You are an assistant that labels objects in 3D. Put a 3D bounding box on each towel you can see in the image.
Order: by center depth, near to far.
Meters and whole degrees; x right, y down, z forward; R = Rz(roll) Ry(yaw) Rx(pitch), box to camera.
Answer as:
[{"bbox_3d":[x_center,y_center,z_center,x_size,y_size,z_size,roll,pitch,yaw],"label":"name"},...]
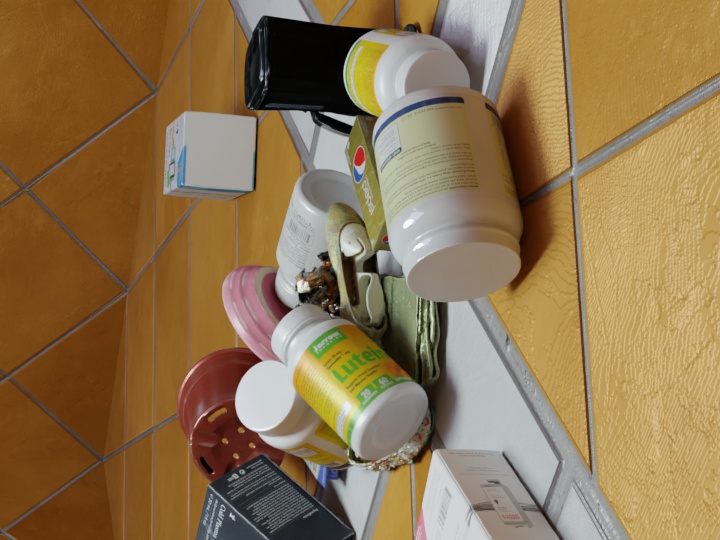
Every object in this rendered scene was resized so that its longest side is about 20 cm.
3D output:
[{"bbox_3d":[0.056,0.076,1.671,0.200,0.036,0.149,173,99,-71],"label":"towel"}]

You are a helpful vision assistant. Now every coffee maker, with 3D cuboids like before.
[{"bbox_3d":[-0.047,-0.284,1.773,0.192,0.199,0.135,115,151,-48],"label":"coffee maker"}]

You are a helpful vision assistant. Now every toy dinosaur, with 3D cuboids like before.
[{"bbox_3d":[-0.029,0.041,1.765,0.102,0.200,0.136,0,91,43],"label":"toy dinosaur"}]

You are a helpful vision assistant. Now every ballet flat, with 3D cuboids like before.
[{"bbox_3d":[0.033,0.219,1.677,0.200,0.064,0.076,127,140,-58],"label":"ballet flat"},{"bbox_3d":[0.000,0.000,1.692,0.071,0.070,0.201,139,127,-65],"label":"ballet flat"}]

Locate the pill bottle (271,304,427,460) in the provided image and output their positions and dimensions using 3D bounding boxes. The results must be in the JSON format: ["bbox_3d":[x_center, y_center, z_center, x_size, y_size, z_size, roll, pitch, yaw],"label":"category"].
[{"bbox_3d":[-0.020,0.130,1.607,0.200,0.111,0.111,42,131,35],"label":"pill bottle"}]

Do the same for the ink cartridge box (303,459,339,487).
[{"bbox_3d":[-0.061,0.238,1.987,0.200,0.042,0.120,-137,52,-70],"label":"ink cartridge box"}]

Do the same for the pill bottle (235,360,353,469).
[{"bbox_3d":[-0.072,0.192,1.750,0.114,0.200,0.115,-12,64,27],"label":"pill bottle"}]

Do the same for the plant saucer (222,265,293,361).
[{"bbox_3d":[-0.119,0.067,1.988,0.051,0.200,0.201,-41,41,24],"label":"plant saucer"}]

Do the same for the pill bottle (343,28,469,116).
[{"bbox_3d":[0.058,-0.234,1.592,0.200,0.112,0.113,-145,59,-68],"label":"pill bottle"}]

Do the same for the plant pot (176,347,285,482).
[{"bbox_3d":[-0.195,0.244,2.078,0.195,0.200,0.201,-118,34,-77],"label":"plant pot"}]

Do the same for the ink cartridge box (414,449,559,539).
[{"bbox_3d":[0.129,0.298,1.351,0.200,0.083,0.147,-123,40,-61],"label":"ink cartridge box"}]

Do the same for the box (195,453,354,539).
[{"bbox_3d":[-0.136,0.418,1.931,0.196,0.124,0.200,35,129,26],"label":"box"}]

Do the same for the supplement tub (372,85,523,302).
[{"bbox_3d":[0.095,-0.082,1.410,0.145,0.145,0.200,120,148,-53],"label":"supplement tub"}]

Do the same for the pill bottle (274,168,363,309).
[{"bbox_3d":[-0.062,-0.039,1.915,0.115,0.114,0.200,-106,27,-44],"label":"pill bottle"}]

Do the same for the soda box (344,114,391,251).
[{"bbox_3d":[0.034,-0.116,1.721,0.200,0.064,0.068,-106,27,-43],"label":"soda box"}]

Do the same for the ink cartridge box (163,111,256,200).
[{"bbox_3d":[-0.301,-0.224,2.598,0.200,0.146,0.147,171,102,-71],"label":"ink cartridge box"}]
